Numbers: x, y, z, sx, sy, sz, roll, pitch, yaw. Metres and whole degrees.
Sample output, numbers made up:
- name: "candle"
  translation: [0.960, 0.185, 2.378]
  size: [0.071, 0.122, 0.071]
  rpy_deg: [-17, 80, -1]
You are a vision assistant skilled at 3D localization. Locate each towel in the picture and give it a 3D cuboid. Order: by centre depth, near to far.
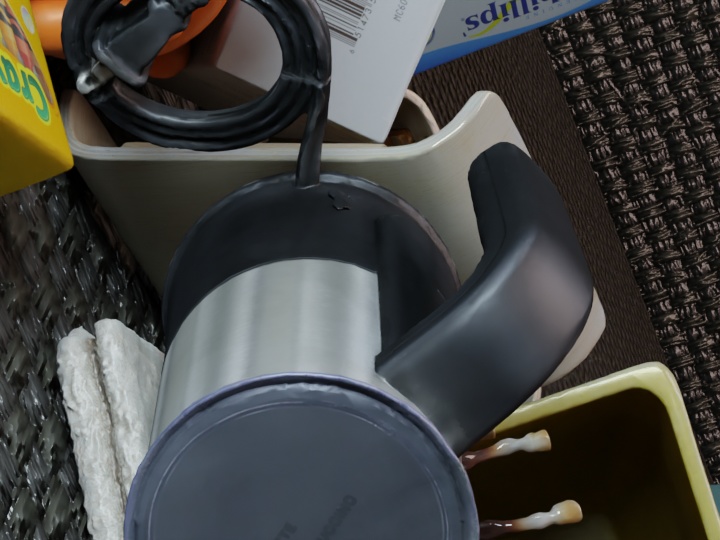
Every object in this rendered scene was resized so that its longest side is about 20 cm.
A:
- name: "towel"
  translation: [-0.066, 0.124, 1.016]
  size: [0.133, 0.034, 0.201]
  rpy_deg: [46, 28, -63]

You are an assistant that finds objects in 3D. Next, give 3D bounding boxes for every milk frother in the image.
- name: "milk frother"
  translation: [-0.038, 0.006, 0.928]
  size: [0.199, 0.181, 0.188]
  rpy_deg: [29, 19, -11]

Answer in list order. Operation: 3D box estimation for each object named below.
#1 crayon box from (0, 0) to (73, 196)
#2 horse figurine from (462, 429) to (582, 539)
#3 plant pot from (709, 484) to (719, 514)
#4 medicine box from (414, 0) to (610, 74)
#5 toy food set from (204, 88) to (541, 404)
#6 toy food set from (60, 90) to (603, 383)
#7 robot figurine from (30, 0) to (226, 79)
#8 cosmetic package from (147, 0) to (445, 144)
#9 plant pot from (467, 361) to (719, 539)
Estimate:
- name: "crayon box"
  translation: [-0.156, -0.103, 0.910]
  size: [0.126, 0.051, 0.201]
  rpy_deg: [37, 35, -71]
- name: "horse figurine"
  translation: [0.007, 0.084, 1.134]
  size: [0.200, 0.132, 0.050]
  rpy_deg: [-134, -147, -70]
- name: "plant pot"
  translation: [0.188, 0.214, 1.683]
  size: [0.141, 0.199, 0.142]
  rpy_deg: [-54, 122, -77]
- name: "medicine box"
  translation: [0.072, -0.257, 1.975]
  size: [0.201, 0.181, 0.103]
  rpy_deg: [-97, 163, -50]
- name: "toy food set"
  translation: [0.000, 0.000, 1.361]
  size: [0.143, 0.060, 0.201]
  rpy_deg: [-1, -63, 55]
- name: "toy food set"
  translation: [-0.013, -0.021, 1.106]
  size: [0.144, 0.199, 0.061]
  rpy_deg: [61, 41, -43]
- name: "robot figurine"
  translation: [-0.104, -0.160, 1.109]
  size: [0.144, 0.117, 0.200]
  rpy_deg: [40, 25, -24]
- name: "cosmetic package"
  translation: [-0.031, -0.119, 1.187]
  size: [0.084, 0.108, 0.200]
  rpy_deg: [24, -1, -14]
- name: "plant pot"
  translation: [0.084, 0.174, 1.293]
  size: [0.200, 0.193, 0.197]
  rpy_deg: [60, 12, -81]
